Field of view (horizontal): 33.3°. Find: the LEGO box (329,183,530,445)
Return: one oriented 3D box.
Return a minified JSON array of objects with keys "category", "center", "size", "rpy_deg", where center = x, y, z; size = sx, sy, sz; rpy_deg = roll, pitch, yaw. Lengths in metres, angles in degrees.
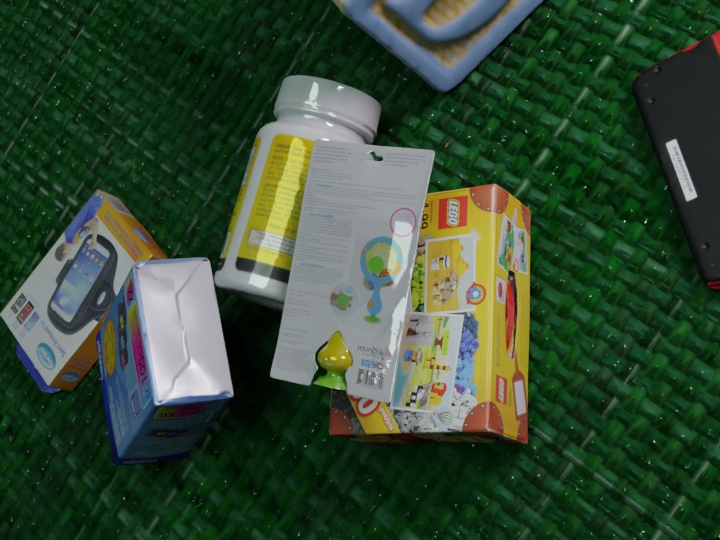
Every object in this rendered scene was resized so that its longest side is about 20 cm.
[{"category":"LEGO box","center":[0.060,0.042,1.005],"size":[0.148,0.077,0.201],"rpy_deg":[-7,72,30]}]

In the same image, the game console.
[{"category":"game console","center":[0.317,-0.105,0.926],"size":[0.177,0.031,0.201],"rpy_deg":[-27,62,27]}]

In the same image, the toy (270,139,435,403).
[{"category":"toy","center":[0.000,0.000,0.980],"size":[0.115,0.047,0.201],"rpy_deg":[9,84,30]}]

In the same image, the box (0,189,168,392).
[{"category":"box","center":[-0.294,0.029,1.250],"size":[0.200,0.041,0.119],"rpy_deg":[-49,57,7]}]

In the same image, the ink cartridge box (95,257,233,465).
[{"category":"ink cartridge box","center":[-0.188,0.094,1.107],"size":[0.200,0.076,0.137],"rpy_deg":[128,134,-56]}]

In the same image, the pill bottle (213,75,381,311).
[{"category":"pill bottle","center":[-0.052,-0.066,1.086],"size":[0.114,0.114,0.201],"rpy_deg":[11,82,33]}]

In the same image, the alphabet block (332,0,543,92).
[{"category":"alphabet block","center":[0.047,-0.312,1.051],"size":[0.195,0.196,0.200],"rpy_deg":[-42,58,12]}]
